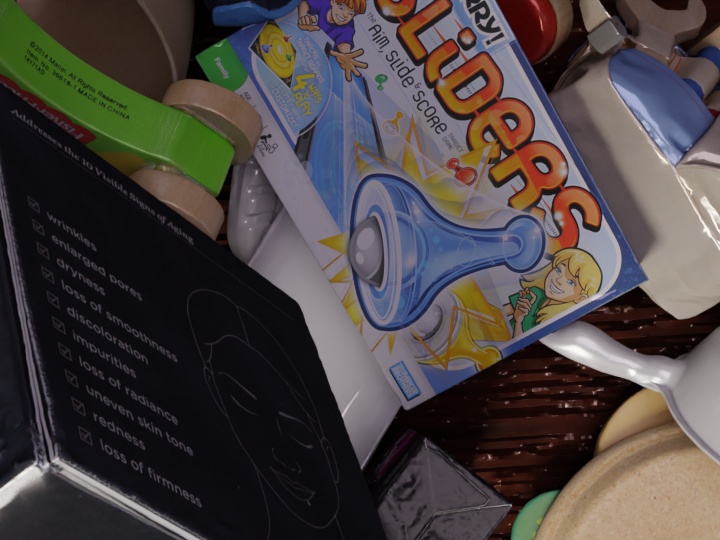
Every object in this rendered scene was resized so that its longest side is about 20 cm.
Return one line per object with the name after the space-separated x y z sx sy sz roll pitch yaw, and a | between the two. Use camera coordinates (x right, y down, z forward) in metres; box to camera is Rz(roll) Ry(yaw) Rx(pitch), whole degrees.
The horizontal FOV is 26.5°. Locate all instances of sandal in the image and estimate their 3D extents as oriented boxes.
-0.039 -0.101 0.783 0.050 0.082 0.203 15 90 40 | sandal

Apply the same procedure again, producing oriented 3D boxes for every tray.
0.000 0.000 0.780 0.107 0.022 0.200 35 76 -14 | tray

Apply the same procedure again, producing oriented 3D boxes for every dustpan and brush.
0.183 0.058 0.775 0.200 0.140 0.057 29 124 0 | dustpan and brush

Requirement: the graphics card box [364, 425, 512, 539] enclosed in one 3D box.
0.005 0.136 0.709 0.051 0.200 0.126 39 87 1 | graphics card box

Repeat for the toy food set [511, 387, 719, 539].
0.174 0.173 0.798 0.200 0.049 0.198 42 86 -3 | toy food set

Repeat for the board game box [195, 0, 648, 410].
0.031 -0.051 0.731 0.135 0.034 0.200 -30 101 8 | board game box

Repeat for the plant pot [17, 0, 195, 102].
-0.162 -0.159 0.722 0.200 0.200 0.135 19 59 -4 | plant pot

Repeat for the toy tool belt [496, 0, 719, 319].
0.147 -0.084 0.781 0.200 0.125 0.123 52 45 -4 | toy tool belt

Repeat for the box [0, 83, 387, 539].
-0.100 0.067 0.571 0.124 0.197 0.200 -37 134 16 | box

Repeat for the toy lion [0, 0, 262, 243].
-0.155 -0.057 0.699 0.200 0.192 0.069 35 60 -29 | toy lion

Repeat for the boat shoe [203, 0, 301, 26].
-0.037 -0.200 0.725 0.084 0.200 0.069 -11 133 14 | boat shoe
